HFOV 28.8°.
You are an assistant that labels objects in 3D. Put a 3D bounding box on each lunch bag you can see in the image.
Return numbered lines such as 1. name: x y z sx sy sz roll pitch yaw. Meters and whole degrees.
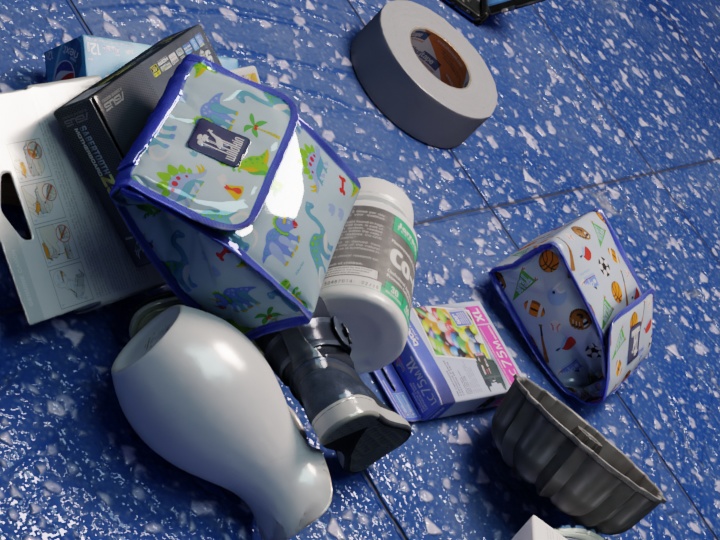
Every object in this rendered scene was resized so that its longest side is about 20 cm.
1. lunch bag: -0.110 -0.066 1.204 0.200 0.127 0.170 44 45 -27
2. lunch bag: 0.272 0.046 1.689 0.170 0.124 0.200 -28 92 -55

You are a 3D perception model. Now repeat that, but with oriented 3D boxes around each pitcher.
1. pitcher: -0.114 0.118 1.208 0.200 0.121 0.172 48 12 -18

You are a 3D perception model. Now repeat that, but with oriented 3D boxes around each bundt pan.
1. bundt pan: 0.215 0.200 1.457 0.202 0.076 0.202 39 6 -5

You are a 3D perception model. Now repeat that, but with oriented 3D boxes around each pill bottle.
1. pill bottle: 0.000 0.000 1.436 0.113 0.113 0.200 33 37 -20

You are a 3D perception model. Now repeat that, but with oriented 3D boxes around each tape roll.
1. tape roll: 0.085 -0.258 1.834 0.200 0.066 0.200 28 39 -26

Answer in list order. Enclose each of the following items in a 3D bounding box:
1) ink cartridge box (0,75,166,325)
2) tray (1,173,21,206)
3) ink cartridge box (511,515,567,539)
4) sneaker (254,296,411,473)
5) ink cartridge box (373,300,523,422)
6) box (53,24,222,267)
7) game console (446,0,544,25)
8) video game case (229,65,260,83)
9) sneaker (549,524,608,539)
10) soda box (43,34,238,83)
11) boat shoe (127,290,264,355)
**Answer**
1. ink cartridge box: -0.265 -0.060 1.213 0.173 0.044 0.200 -21 93 -52
2. tray: -0.273 -0.102 1.309 0.200 0.037 0.099 8 50 -42
3. ink cartridge box: 0.216 0.340 1.302 0.200 0.083 0.147 36 14 -4
4. sneaker: -0.026 0.102 1.285 0.146 0.077 0.202 56 -1 23
5. ink cartridge box: 0.088 0.095 1.506 0.200 0.042 0.119 -6 60 -48
6. box: -0.174 -0.118 1.280 0.158 0.051 0.200 65 34 -17
7. game console: 0.192 -0.478 2.128 0.171 0.118 0.200 31 37 -23
8. video game case: -0.135 -0.096 1.399 0.182 0.023 0.200 -24 98 -55
9. sneaker: 0.233 0.320 1.407 0.200 0.077 0.085 27 46 -25
10. soda box: -0.216 -0.187 1.414 0.200 0.068 0.064 0 80 -47
11. boat shoe: -0.137 0.040 1.292 0.199 0.075 0.066 -6 31 -39
